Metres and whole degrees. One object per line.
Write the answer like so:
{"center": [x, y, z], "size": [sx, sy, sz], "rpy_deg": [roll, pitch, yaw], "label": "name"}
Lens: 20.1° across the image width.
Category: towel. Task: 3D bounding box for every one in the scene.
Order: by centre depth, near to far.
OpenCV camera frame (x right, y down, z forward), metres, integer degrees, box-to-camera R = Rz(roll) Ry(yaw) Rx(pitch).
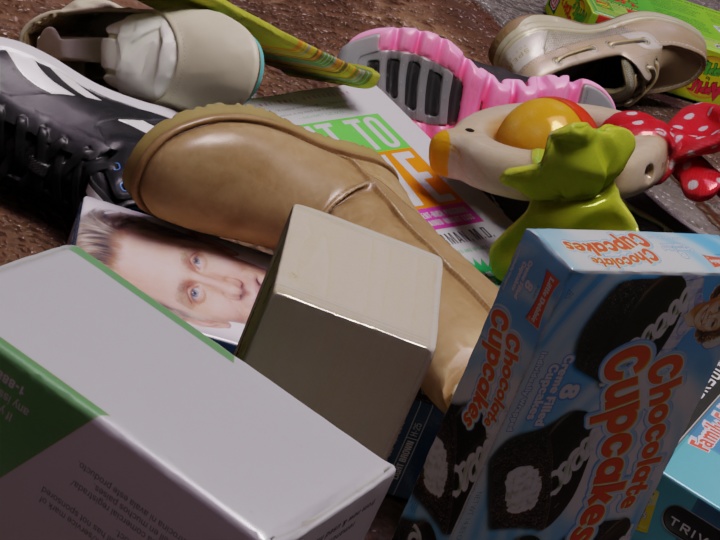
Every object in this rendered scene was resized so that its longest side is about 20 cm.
{"center": [-0.080, -0.151, 1.208], "size": [0.086, 0.018, 0.199], "rpy_deg": [14, -6, 45], "label": "towel"}

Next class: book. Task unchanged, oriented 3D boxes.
{"center": [0.013, -0.033, 1.214], "size": [0.133, 0.048, 0.200], "rpy_deg": [-9, 45, -45], "label": "book"}

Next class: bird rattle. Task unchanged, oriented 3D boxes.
{"center": [0.134, -0.074, 1.199], "size": [0.162, 0.113, 0.200], "rpy_deg": [20, 37, 35], "label": "bird rattle"}

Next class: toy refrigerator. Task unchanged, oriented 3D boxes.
{"center": [-0.037, 0.082, 0.790], "size": [0.070, 0.201, 0.076], "rpy_deg": [20, 28, -6], "label": "toy refrigerator"}

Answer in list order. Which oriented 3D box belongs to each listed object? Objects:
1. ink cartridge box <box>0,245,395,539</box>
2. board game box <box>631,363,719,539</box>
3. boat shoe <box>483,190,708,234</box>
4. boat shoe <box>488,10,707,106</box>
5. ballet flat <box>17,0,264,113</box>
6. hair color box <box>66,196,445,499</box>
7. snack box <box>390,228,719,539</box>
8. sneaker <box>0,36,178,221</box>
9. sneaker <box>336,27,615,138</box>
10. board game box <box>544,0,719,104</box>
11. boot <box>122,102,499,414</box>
{"center": [-0.098, 0.117, 0.682], "size": [0.145, 0.201, 0.087], "rpy_deg": [32, 25, 19], "label": "ink cartridge box"}
{"center": [0.214, 0.119, 1.035], "size": [0.199, 0.047, 0.151], "rpy_deg": [32, 29, 15], "label": "board game box"}
{"center": [0.161, -0.015, 1.260], "size": [0.200, 0.072, 0.061], "rpy_deg": [29, 23, 4], "label": "boat shoe"}
{"center": [0.190, -0.151, 1.535], "size": [0.199, 0.072, 0.065], "rpy_deg": [-1, 44, -35], "label": "boat shoe"}
{"center": [-0.136, -0.124, 1.182], "size": [0.069, 0.070, 0.199], "rpy_deg": [-1, 9, -39], "label": "ballet flat"}
{"center": [-0.055, 0.038, 1.008], "size": [0.199, 0.061, 0.100], "rpy_deg": [17, 27, -12], "label": "hair color box"}
{"center": [0.088, 0.075, 0.900], "size": [0.116, 0.201, 0.037], "rpy_deg": [0, 33, -37], "label": "snack box"}
{"center": [-0.162, -0.060, 1.085], "size": [0.199, 0.073, 0.112], "rpy_deg": [13, 27, -22], "label": "sneaker"}
{"center": [0.072, -0.115, 1.391], "size": [0.199, 0.080, 0.095], "rpy_deg": [16, 6, -16], "label": "sneaker"}
{"center": [0.258, -0.184, 1.667], "size": [0.199, 0.048, 0.102], "rpy_deg": [15, 28, -17], "label": "board game box"}
{"center": [0.000, 0.000, 0.981], "size": [0.174, 0.066, 0.200], "rpy_deg": [2, 33, -37], "label": "boot"}
